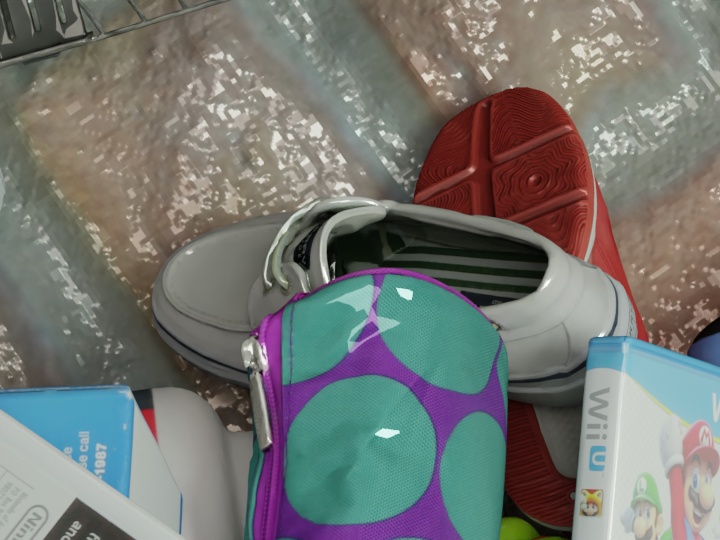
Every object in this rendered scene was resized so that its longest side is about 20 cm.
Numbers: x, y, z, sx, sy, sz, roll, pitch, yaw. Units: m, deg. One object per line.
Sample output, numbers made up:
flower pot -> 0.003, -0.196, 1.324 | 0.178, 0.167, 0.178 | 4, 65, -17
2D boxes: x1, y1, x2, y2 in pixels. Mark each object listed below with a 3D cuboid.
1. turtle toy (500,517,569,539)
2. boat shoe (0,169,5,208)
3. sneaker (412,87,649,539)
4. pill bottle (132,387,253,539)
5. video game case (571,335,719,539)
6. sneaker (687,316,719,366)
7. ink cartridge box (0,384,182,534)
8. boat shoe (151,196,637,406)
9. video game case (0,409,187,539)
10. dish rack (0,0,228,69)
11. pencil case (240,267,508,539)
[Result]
turtle toy -> 0.043, 0.184, 0.732 | 0.145, 0.101, 0.202 | 1, 113, -43
boat shoe -> -0.202, 0.030, 0.771 | 0.200, 0.071, 0.072 | -39, 70, -25
sneaker -> 0.080, 0.034, 0.814 | 0.078, 0.116, 0.201 | -21, 50, 17
pill bottle -> -0.094, 0.104, 0.756 | 0.198, 0.120, 0.121 | -8, 79, -6
video game case -> 0.110, 0.133, 0.704 | 0.018, 0.143, 0.202 | -3, 77, 40
sneaker -> 0.203, -0.013, 0.827 | 0.199, 0.070, 0.078 | -22, 78, -16
ink cartridge box -> -0.158, 0.118, 0.629 | 0.198, 0.086, 0.148 | -3, 63, 8
boat shoe -> 0.000, 0.000, 0.761 | 0.198, 0.067, 0.074 | 1, 59, 32
video game case -> -0.119, 0.139, 0.554 | 0.181, 0.023, 0.200 | 31, 70, 20
dish rack -> -0.079, -0.164, 0.802 | 0.198, 0.055, 0.155 | -16, 83, 4
pencil case -> -0.004, 0.104, 0.653 | 0.092, 0.085, 0.202 | 18, 56, -20
